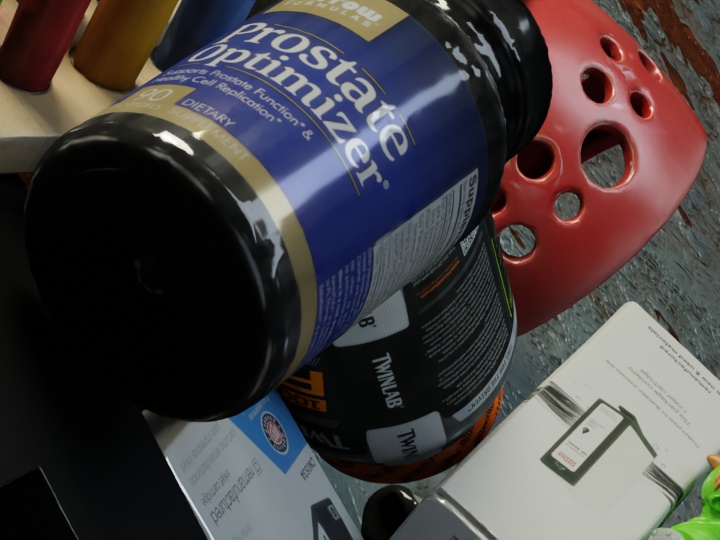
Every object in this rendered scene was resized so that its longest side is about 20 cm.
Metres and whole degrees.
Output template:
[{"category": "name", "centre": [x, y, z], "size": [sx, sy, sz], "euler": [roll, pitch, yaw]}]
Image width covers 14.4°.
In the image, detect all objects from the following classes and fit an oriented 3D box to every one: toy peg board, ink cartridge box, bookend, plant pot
[{"category": "toy peg board", "centre": [-0.132, -0.138, 1.059], "size": [0.199, 0.098, 0.200], "euler": [-5, 46, -47]}, {"category": "ink cartridge box", "centre": [-0.041, 0.153, 1.134], "size": [0.201, 0.083, 0.145], "euler": [60, 17, -6]}, {"category": "ink cartridge box", "centre": [0.072, 0.122, 1.277], "size": [0.084, 0.146, 0.200], "euler": [42, 39, 7]}, {"category": "bookend", "centre": [-0.141, 0.084, 0.944], "size": [0.201, 0.092, 0.199], "euler": [62, 17, -1]}, {"category": "plant pot", "centre": [0.068, -0.086, 1.604], "size": [0.183, 0.200, 0.201], "euler": [52, 20, -17]}]

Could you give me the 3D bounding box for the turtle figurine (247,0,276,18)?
[{"category": "turtle figurine", "centre": [-0.051, -0.147, 1.380], "size": [0.200, 0.150, 0.101], "euler": [46, 7, -39]}]

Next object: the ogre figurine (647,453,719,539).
[{"category": "ogre figurine", "centre": [0.186, 0.141, 1.228], "size": [0.200, 0.119, 0.099], "euler": [-31, 137, -63]}]

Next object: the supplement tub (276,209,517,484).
[{"category": "supplement tub", "centre": [0.000, 0.000, 1.205], "size": [0.200, 0.122, 0.123], "euler": [72, 3, -53]}]

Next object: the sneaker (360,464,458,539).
[{"category": "sneaker", "centre": [0.046, 0.131, 1.430], "size": [0.116, 0.075, 0.200], "euler": [49, 23, -27]}]

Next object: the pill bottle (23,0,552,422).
[{"category": "pill bottle", "centre": [-0.018, -0.038, 1.014], "size": [0.200, 0.112, 0.112], "euler": [-38, 100, -45]}]
